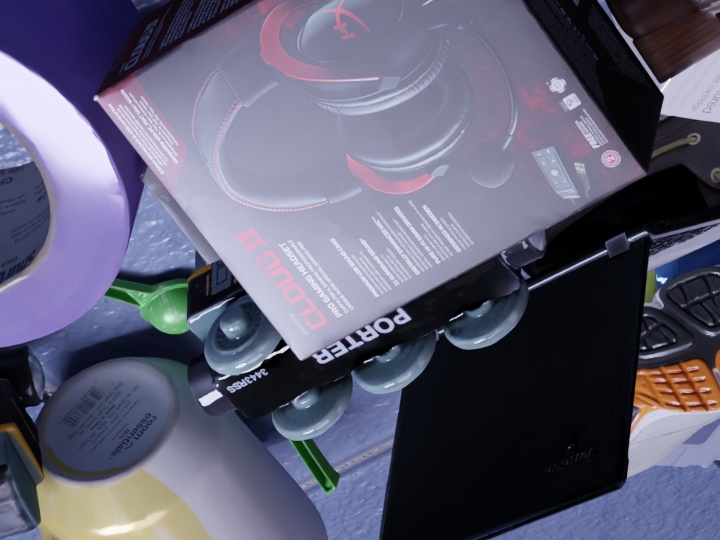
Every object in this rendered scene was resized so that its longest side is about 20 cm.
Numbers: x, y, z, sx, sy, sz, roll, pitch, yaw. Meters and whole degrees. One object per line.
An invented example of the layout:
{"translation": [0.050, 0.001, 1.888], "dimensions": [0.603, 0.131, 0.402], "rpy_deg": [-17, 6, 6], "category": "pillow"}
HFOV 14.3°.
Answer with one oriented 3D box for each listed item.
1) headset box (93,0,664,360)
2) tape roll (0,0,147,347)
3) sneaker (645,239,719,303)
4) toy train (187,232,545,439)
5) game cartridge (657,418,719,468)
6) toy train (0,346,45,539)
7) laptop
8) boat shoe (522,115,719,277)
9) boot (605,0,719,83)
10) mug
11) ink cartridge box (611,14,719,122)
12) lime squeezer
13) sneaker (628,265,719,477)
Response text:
{"translation": [0.001, -0.067, 1.182], "dimensions": [0.200, 0.075, 0.149], "rpy_deg": [-28, 111, 25], "category": "headset box"}
{"translation": [-0.190, -0.063, 1.246], "dimensions": [0.199, 0.085, 0.200], "rpy_deg": [6, 136, 6], "category": "tape roll"}
{"translation": [0.240, 0.000, 1.546], "dimensions": [0.199, 0.076, 0.105], "rpy_deg": [2, 141, -20], "category": "sneaker"}
{"translation": [0.000, 0.000, 1.409], "dimensions": [0.200, 0.114, 0.085], "rpy_deg": [-28, 129, 23], "category": "toy train"}
{"translation": [0.152, 0.058, 1.630], "dimensions": [0.199, 0.041, 0.133], "rpy_deg": [6, 143, -26], "category": "game cartridge"}
{"translation": [-0.255, 0.099, 1.473], "dimensions": [0.199, 0.114, 0.085], "rpy_deg": [-15, 144, 1], "category": "toy train"}
{"translation": [0.115, 0.055, 1.418], "dimensions": [0.199, 0.116, 0.187], "rpy_deg": [-13, 171, -42], "category": "laptop"}
{"translation": [0.167, -0.052, 1.461], "dimensions": [0.199, 0.060, 0.072], "rpy_deg": [-19, 144, 7], "category": "boat shoe"}
{"translation": [0.128, -0.199, 1.143], "dimensions": [0.186, 0.200, 0.064], "rpy_deg": [-33, -178, 30], "category": "boot"}
{"translation": [-0.109, 0.139, 1.535], "dimensions": [0.149, 0.187, 0.153], "rpy_deg": [-14, 137, 11], "category": "mug"}
{"translation": [0.225, -0.146, 1.297], "dimensions": [0.199, 0.126, 0.129], "rpy_deg": [6, 140, -25], "category": "ink cartridge box"}
{"translation": [-0.088, 0.038, 1.497], "dimensions": [0.200, 0.071, 0.038], "rpy_deg": [35, 146, -12], "category": "lime squeezer"}
{"translation": [0.163, 0.059, 1.519], "dimensions": [0.200, 0.076, 0.092], "rpy_deg": [-29, 163, 19], "category": "sneaker"}
